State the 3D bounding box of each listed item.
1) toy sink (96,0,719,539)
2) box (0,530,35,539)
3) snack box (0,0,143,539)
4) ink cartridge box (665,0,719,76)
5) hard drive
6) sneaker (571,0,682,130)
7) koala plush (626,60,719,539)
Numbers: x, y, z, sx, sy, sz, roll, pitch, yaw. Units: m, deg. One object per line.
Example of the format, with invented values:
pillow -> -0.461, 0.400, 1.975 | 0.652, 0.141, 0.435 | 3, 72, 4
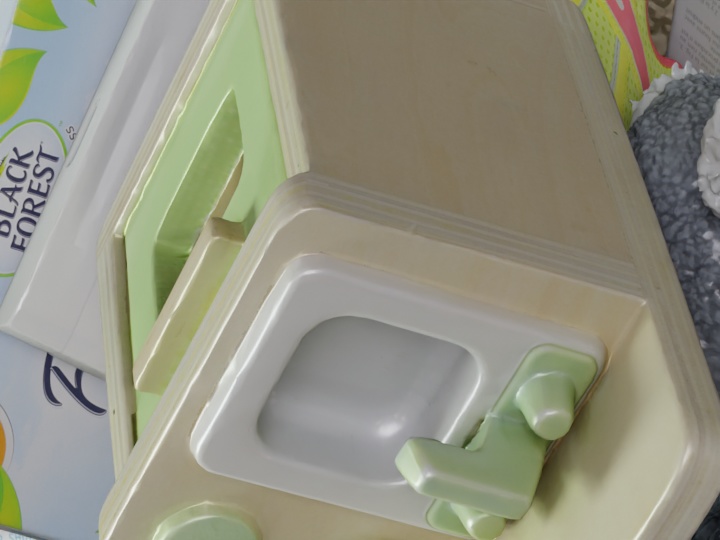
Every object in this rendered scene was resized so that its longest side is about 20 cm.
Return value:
toy sink -> 0.001, 0.017, 0.731 | 0.112, 0.200, 0.131 | 15, 125, -21
box -> -0.105, 0.160, 0.941 | 0.082, 0.049, 0.201 | -10, 84, 8
snack box -> -0.069, -0.008, 0.886 | 0.142, 0.053, 0.201 | 18, 82, -20
ink cartridge box -> 0.162, -0.037, 0.846 | 0.050, 0.200, 0.162 | -29, 57, -21
hard drive -> 0.000, 0.000, 0.871 | 0.200, 0.027, 0.132 | 27, 78, -19
sneaker -> 0.044, -0.118, 0.845 | 0.090, 0.078, 0.200 | -29, 113, -30
koala plush -> 0.120, 0.037, 0.780 | 0.183, 0.177, 0.201 | -11, 92, 1
